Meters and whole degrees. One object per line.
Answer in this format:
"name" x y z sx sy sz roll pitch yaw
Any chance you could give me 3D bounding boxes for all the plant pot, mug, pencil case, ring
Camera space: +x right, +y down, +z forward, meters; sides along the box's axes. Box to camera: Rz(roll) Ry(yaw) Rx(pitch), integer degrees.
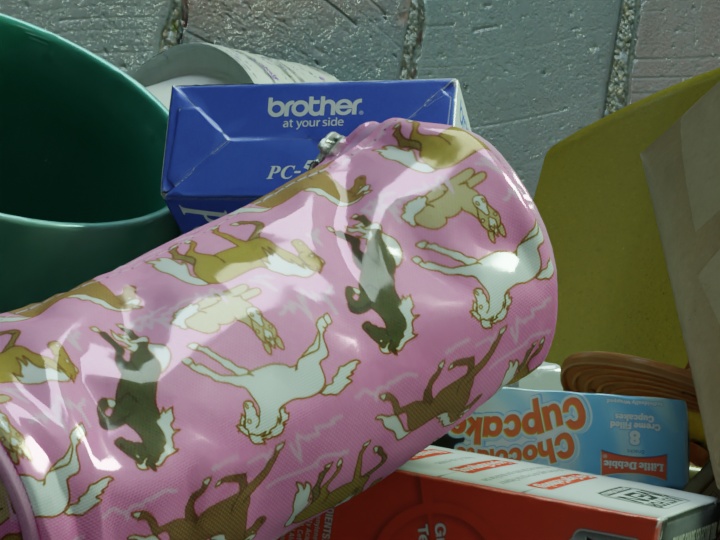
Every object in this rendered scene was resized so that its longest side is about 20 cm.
"plant pot" 0.180 0.022 1.146 0.176 0.201 0.200 0 -25 39
"mug" -0.131 -0.005 0.814 0.184 0.115 0.152 19 27 -10
"pencil case" -0.037 0.028 0.639 0.200 0.083 0.086 -29 40 -36
"ring" 0.172 0.081 0.949 0.200 0.019 0.200 28 -12 6

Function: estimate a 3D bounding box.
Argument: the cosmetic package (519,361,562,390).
"cosmetic package" 0.014 0.073 1.119 0.101 0.072 0.200 -3 4 -19

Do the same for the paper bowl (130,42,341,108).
"paper bowl" -0.080 0.001 1.025 0.104 0.202 0.200 10 -1 -36

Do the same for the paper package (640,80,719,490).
"paper package" 0.204 0.025 0.814 0.190 0.103 0.200 33 28 -24

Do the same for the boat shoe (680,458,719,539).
"boat shoe" 0.145 0.111 0.855 0.068 0.072 0.200 43 0 14

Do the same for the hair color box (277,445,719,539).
"hair color box" 0.002 0.084 0.720 0.199 0.062 0.101 8 1 19

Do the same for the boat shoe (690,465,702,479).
"boat shoe" 0.066 0.092 0.975 0.200 0.074 0.063 12 -8 -10

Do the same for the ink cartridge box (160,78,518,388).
"ink cartridge box" 0.000 0.000 0.816 0.094 0.044 0.200 0 -25 10

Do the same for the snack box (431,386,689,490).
"snack box" 0.014 0.074 0.873 0.199 0.037 0.116 4 -19 -2
